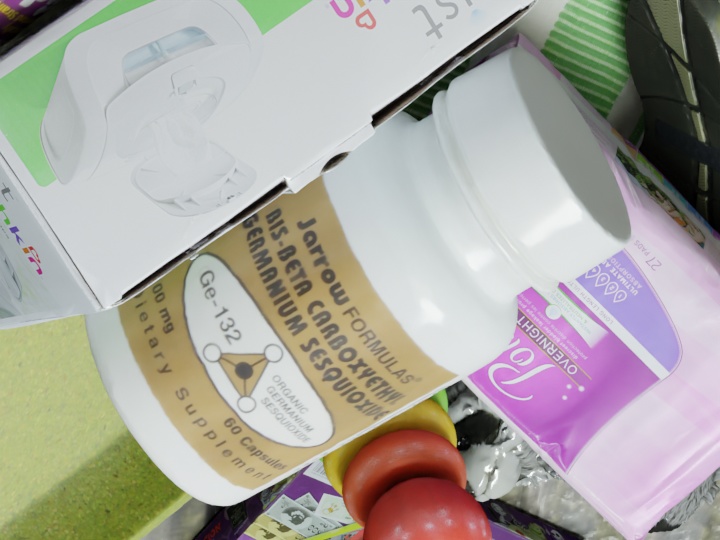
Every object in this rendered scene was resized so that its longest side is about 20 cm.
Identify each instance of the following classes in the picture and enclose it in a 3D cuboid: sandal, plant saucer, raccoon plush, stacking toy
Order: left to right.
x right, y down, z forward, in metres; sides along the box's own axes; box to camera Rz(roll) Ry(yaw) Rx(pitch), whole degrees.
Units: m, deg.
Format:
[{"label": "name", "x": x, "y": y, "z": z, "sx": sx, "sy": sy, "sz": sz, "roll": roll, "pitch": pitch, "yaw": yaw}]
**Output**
[{"label": "plant saucer", "x": -0.131, "y": 0.051, "z": 1.220, "sx": 0.200, "sy": 0.048, "sz": 0.200, "roll": -38, "pitch": 145, "yaw": -37}, {"label": "stacking toy", "x": 0.011, "y": 0.066, "z": 1.232, "sx": 0.085, "sy": 0.200, "sz": 0.086, "roll": -11, "pitch": 133, "yaw": -12}, {"label": "raccoon plush", "x": 0.122, "y": 0.048, "z": 1.367, "sx": 0.200, "sy": 0.134, "sz": 0.097, "roll": -34, "pitch": 129, "yaw": -38}, {"label": "sandal", "x": 0.159, "y": -0.060, "z": 1.241, "sx": 0.057, "sy": 0.080, "sz": 0.201, "roll": -41, "pitch": 148, "yaw": -25}]

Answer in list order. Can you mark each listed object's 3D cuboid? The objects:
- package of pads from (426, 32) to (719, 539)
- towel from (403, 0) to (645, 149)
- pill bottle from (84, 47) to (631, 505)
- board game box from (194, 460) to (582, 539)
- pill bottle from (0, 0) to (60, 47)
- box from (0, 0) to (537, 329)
[{"label": "package of pads", "x": 0.092, "y": 0.010, "z": 1.216, "sx": 0.200, "sy": 0.076, "sz": 0.120, "roll": 44, "pitch": 107, "yaw": -8}, {"label": "towel", "x": 0.057, "y": -0.110, "z": 1.221, "sx": 0.199, "sy": 0.023, "sz": 0.153, "roll": 11, "pitch": 124, "yaw": -27}, {"label": "pill bottle", "x": 0.000, "y": 0.000, "z": 1.124, "sx": 0.199, "sy": 0.115, "sz": 0.114, "roll": -30, "pitch": 134, "yaw": 17}, {"label": "board game box", "x": 0.014, "y": 0.153, "z": 1.429, "sx": 0.200, "sy": 0.032, "sz": 0.120, "roll": 27, "pitch": 112, "yaw": -36}, {"label": "pill bottle", "x": -0.144, "y": -0.129, "z": 0.972, "sx": 0.200, "sy": 0.112, "sz": 0.112, "roll": -36, "pitch": 133, "yaw": 12}, {"label": "box", "x": -0.061, "y": -0.071, "z": 1.051, "sx": 0.200, "sy": 0.176, "sz": 0.097, "roll": -36, "pitch": 98, "yaw": -17}]
